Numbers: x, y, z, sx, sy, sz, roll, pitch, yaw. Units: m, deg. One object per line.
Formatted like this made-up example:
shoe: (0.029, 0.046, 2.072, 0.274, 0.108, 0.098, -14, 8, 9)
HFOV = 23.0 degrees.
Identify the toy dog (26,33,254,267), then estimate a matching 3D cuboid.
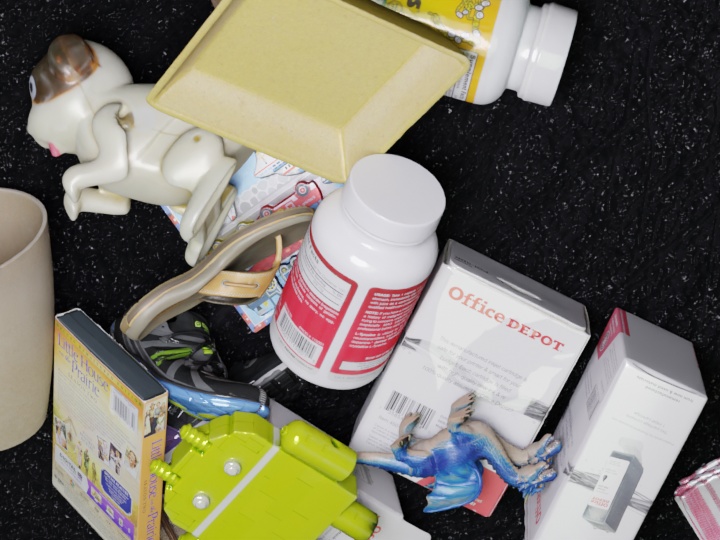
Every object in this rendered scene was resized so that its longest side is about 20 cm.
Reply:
toy dog: (-0.195, -0.125, 1.525, 0.199, 0.140, 0.195, 27, 86, 3)

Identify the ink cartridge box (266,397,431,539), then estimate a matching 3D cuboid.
ink cartridge box: (-0.044, 0.219, 1.629, 0.200, 0.068, 0.116, 36, 110, -28)

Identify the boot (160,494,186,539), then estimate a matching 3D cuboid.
boot: (-0.200, 0.284, 1.687, 0.186, 0.064, 0.201, -28, 105, 0)

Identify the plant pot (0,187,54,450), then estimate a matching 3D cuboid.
plant pot: (-0.349, 0.057, 1.591, 0.186, 0.188, 0.201, -6, 120, 8)

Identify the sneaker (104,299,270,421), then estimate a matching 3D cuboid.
sneaker: (-0.156, 0.079, 1.577, 0.199, 0.071, 0.083, 26, 79, 39)

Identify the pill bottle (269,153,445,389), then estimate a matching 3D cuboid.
pill bottle: (0.000, 0.000, 1.520, 0.112, 0.113, 0.200, 24, 132, -1)

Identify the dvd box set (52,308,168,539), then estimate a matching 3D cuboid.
dvd box set: (-0.229, 0.153, 1.599, 0.146, 0.029, 0.201, 37, 134, 37)

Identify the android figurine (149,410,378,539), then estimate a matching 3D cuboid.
android figurine: (-0.088, 0.198, 1.538, 0.200, 0.041, 0.182, 35, 114, -22)

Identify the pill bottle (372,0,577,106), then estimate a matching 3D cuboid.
pill bottle: (0.076, -0.205, 1.487, 0.199, 0.113, 0.113, 16, 108, 2)

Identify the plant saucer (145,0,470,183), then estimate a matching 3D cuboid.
plant saucer: (-0.043, -0.168, 1.426, 0.199, 0.049, 0.200, 21, 143, -23)

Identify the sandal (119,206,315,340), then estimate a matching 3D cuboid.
sandal: (-0.117, 0.012, 1.554, 0.199, 0.080, 0.054, -33, 79, -5)

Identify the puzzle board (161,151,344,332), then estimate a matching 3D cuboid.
puzzle board: (-0.062, -0.056, 1.596, 0.200, 0.017, 0.151, -34, 100, 14)

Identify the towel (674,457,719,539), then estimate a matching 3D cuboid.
towel: (0.405, 0.214, 1.618, 0.199, 0.030, 0.147, -30, 102, 13)

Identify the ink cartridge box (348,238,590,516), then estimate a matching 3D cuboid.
ink cartridge box: (0.098, 0.095, 1.588, 0.146, 0.083, 0.201, 26, 108, -3)

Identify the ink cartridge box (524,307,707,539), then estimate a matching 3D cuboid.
ink cartridge box: (0.221, 0.155, 1.560, 0.084, 0.146, 0.201, 25, 108, -2)

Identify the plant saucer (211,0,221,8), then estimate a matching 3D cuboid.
plant saucer: (-0.065, -0.280, 1.462, 0.199, 0.029, 0.201, -3, 86, 41)

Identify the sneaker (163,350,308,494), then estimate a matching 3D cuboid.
sneaker: (-0.135, 0.111, 1.625, 0.200, 0.076, 0.088, -36, 66, -2)

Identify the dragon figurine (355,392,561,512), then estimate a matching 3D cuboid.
dragon figurine: (0.074, 0.172, 1.540, 0.199, 0.059, 0.100, -22, 104, 11)
